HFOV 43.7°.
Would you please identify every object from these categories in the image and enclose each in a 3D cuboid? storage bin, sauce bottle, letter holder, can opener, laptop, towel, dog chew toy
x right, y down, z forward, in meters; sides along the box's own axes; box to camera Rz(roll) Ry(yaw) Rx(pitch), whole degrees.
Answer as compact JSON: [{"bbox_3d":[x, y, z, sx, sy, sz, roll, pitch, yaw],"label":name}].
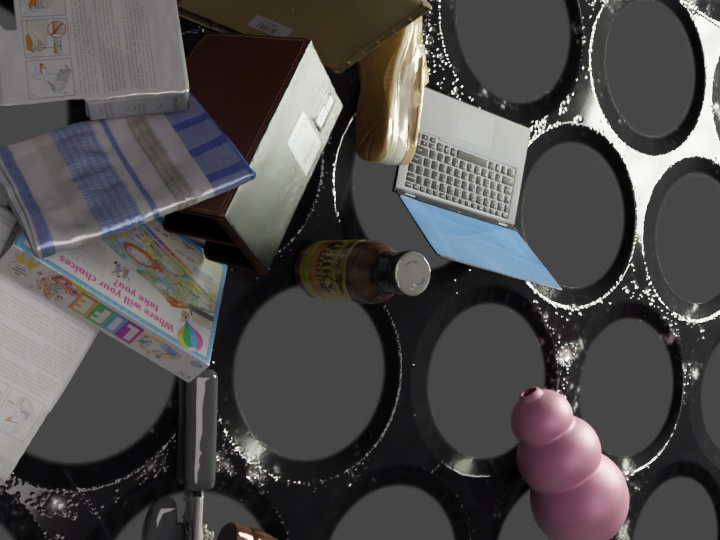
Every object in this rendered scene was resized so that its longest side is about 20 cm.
[{"bbox_3d":[-0.059,-0.287,0.853,0.197,0.197,0.096,15,72,-31],"label":"storage bin"},{"bbox_3d":[0.000,0.000,0.896,0.064,0.199,0.066,0,89,-30],"label":"sauce bottle"},{"bbox_3d":[-0.127,-0.119,0.875,0.203,0.140,0.101,-67,151,-22],"label":"letter holder"},{"bbox_3d":[-0.172,0.197,0.882,0.065,0.052,0.205,7,88,-30],"label":"can opener"},{"bbox_3d":[0.144,-0.097,1.029,0.184,0.115,0.204,14,85,-31],"label":"laptop"},{"bbox_3d":[-0.207,-0.090,0.768,0.197,0.147,0.024,-22,140,-22],"label":"towel"},{"bbox_3d":[0.249,0.238,1.107,0.124,0.124,0.203,-31,100,-26],"label":"dog chew toy"}]

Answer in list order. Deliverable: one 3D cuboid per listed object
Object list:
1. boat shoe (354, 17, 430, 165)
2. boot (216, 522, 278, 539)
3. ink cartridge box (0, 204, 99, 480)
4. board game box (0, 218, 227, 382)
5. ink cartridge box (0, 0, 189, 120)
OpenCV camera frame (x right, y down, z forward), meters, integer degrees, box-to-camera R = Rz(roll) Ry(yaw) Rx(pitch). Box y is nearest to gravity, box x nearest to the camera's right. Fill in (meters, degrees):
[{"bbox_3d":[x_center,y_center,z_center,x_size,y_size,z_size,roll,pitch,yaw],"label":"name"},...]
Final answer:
[{"bbox_3d":[0.041,-0.214,0.994,0.068,0.073,0.204,11,87,-43],"label":"boat shoe"},{"bbox_3d":[-0.083,0.377,0.941,0.198,0.064,0.190,29,75,-33],"label":"boot"},{"bbox_3d":[-0.327,0.056,0.789,0.159,0.047,0.202,36,76,-28],"label":"ink cartridge box"},{"bbox_3d":[-0.215,-0.004,0.814,0.199,0.034,0.136,37,33,-27],"label":"board game box"},{"bbox_3d":[-0.249,-0.233,0.794,0.170,0.044,0.204,-8,77,-12],"label":"ink cartridge box"}]
